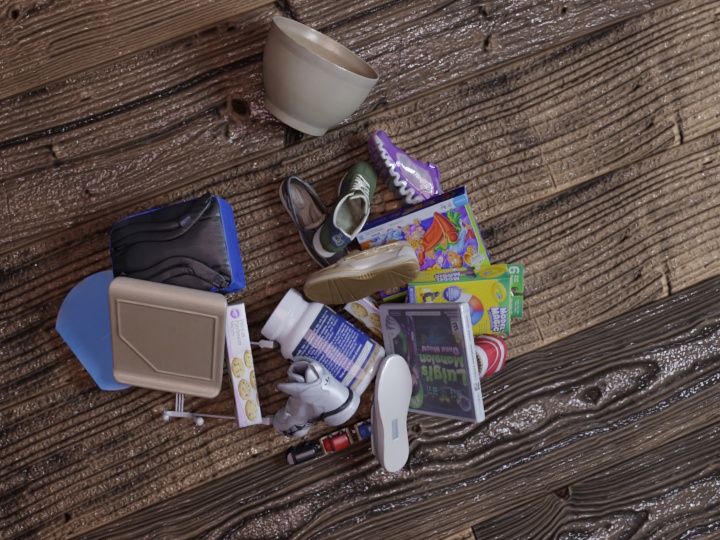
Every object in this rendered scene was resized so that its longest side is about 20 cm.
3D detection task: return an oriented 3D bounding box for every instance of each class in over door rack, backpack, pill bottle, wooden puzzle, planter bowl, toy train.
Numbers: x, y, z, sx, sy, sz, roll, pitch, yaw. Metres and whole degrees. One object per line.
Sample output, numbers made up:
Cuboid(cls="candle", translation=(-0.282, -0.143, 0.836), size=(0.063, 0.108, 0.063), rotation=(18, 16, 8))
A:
Cuboid(cls="over door rack", translation=(-0.243, 0.189, 1.189), size=(0.196, 0.067, 0.151), rotation=(3, 90, -4))
Cuboid(cls="backpack", translation=(-0.299, -0.017, 1.138), size=(0.196, 0.168, 0.166), rotation=(-12, 80, 2))
Cuboid(cls="pill bottle", translation=(-0.065, 0.126, 1.177), size=(0.199, 0.116, 0.117), rotation=(36, 87, -3))
Cuboid(cls="wooden puzzle", translation=(-0.307, 0.108, 1.102), size=(0.181, 0.037, 0.203), rotation=(10, 121, -4))
Cuboid(cls="planter bowl", translation=(-0.084, -0.315, 1.160), size=(0.198, 0.201, 0.136), rotation=(29, 114, -3))
Cuboid(cls="toy train", translation=(-0.039, 0.298, 1.211), size=(0.197, 0.046, 0.035), rotation=(-21, 90, -4))

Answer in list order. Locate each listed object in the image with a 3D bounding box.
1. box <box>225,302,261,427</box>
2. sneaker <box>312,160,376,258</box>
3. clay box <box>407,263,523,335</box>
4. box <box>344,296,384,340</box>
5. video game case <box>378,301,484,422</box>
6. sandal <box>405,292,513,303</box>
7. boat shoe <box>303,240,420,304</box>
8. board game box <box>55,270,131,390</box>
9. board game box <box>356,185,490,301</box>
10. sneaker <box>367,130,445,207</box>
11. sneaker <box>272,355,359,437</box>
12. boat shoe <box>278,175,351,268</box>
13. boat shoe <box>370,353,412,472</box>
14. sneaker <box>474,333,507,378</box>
Cuboid(cls="box", translation=(-0.201, 0.157, 1.146), size=(0.041, 0.039, 0.204), rotation=(-8, 93, -19))
Cuboid(cls="sneaker", translation=(-0.007, -0.114, 1.163), size=(0.067, 0.089, 0.202), rotation=(36, 61, -17))
Cuboid(cls="clay box", translation=(0.181, 0.054, 1.169), size=(0.196, 0.048, 0.117), rotation=(-5, 123, 6))
Cuboid(cls="box", translation=(0.060, 0.109, 1.220), size=(0.199, 0.039, 0.042), rotation=(40, 105, -2))
Cuboid(cls="video game case", translation=(0.110, 0.145, 1.117), size=(0.023, 0.198, 0.186), rotation=(-12, 95, -38))
Cuboid(cls="sandal", translation=(0.179, 0.047, 1.227), size=(0.198, 0.050, 0.084), rotation=(-2, 89, -4))
Cuboid(cls="boat shoe", translation=(0.000, 0.000, 1.148), size=(0.196, 0.074, 0.070), rotation=(-13, 49, 5))
Cuboid(cls="board game box", translation=(-0.420, 0.101, 1.189), size=(0.157, 0.039, 0.201), rotation=(-39, 86, -4))
Cuboid(cls="board game box", translation=(0.107, -0.044, 1.177), size=(0.197, 0.045, 0.136), rotation=(-20, 110, 15))
Cuboid(cls="sneaker", translation=(0.092, -0.169, 1.216), size=(0.088, 0.080, 0.201), rotation=(-38, 97, -8))
Cuboid(cls="sneaker", translation=(-0.100, 0.206, 1.136), size=(0.115, 0.198, 0.076), rotation=(49, 45, -18))
Cuboid(cls="boat shoe", translation=(-0.079, -0.077, 1.205), size=(0.073, 0.065, 0.201), rotation=(-36, 92, -5))
Cuboid(cls="boat shoe", translation=(0.045, 0.234, 1.160), size=(0.071, 0.068, 0.204), rotation=(-15, 108, -30))
Cuboid(cls="sneaker", translation=(0.165, 0.170, 1.168), size=(0.111, 0.199, 0.072), rotation=(-17, 77, -44))
